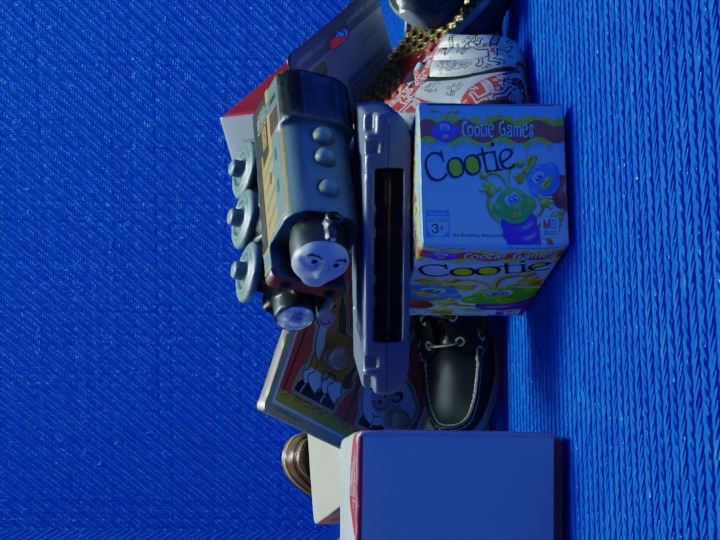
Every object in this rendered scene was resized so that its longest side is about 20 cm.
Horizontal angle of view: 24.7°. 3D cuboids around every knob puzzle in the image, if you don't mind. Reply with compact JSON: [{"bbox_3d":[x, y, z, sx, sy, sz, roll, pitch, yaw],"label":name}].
[{"bbox_3d":[0.016,0.058,1.418,0.030,0.219,0.220,2,91,50],"label":"knob puzzle"}]

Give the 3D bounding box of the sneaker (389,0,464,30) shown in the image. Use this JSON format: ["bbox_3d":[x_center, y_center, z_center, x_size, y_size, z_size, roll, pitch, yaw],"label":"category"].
[{"bbox_3d":[0.077,-0.285,1.339,0.200,0.075,0.079,-68,9,-28],"label":"sneaker"}]

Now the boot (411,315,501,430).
[{"bbox_3d":[0.057,0.027,1.369,0.154,0.073,0.204,40,-133,-54],"label":"boot"}]

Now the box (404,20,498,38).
[{"bbox_3d":[0.081,-0.185,1.479,0.095,0.078,0.200,123,148,-84],"label":"box"}]

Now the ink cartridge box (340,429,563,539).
[{"bbox_3d":[0.059,0.190,1.189,0.200,0.144,0.146,122,148,-82],"label":"ink cartridge box"}]

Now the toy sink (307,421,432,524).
[{"bbox_3d":[0.033,0.182,1.587,0.200,0.130,0.112,129,139,-68],"label":"toy sink"}]

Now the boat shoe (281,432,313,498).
[{"bbox_3d":[0.009,0.219,1.722,0.068,0.200,0.072,-13,55,52],"label":"boat shoe"}]

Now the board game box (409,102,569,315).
[{"bbox_3d":[0.083,-0.039,1.203,0.200,0.105,0.103,102,168,-74],"label":"board game box"}]

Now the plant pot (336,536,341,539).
[{"bbox_3d":[0.014,0.356,1.621,0.195,0.200,0.201,109,164,-50],"label":"plant pot"}]

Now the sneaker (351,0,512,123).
[{"bbox_3d":[0.072,-0.159,1.390,0.200,0.090,0.075,-49,28,3],"label":"sneaker"}]

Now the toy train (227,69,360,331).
[{"bbox_3d":[-0.046,-0.055,1.217,0.114,0.085,0.200,121,153,-43],"label":"toy train"}]

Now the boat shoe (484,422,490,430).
[{"bbox_3d":[0.068,0.193,1.459,0.071,0.091,0.201,100,171,-66],"label":"boat shoe"}]

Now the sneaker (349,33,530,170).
[{"bbox_3d":[0.044,-0.123,1.319,0.067,0.201,0.108,47,-143,-43],"label":"sneaker"}]

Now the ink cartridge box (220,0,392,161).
[{"bbox_3d":[-0.036,-0.136,1.450,0.200,0.084,0.176,-50,-49,-55],"label":"ink cartridge box"}]

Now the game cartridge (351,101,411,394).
[{"bbox_3d":[0.014,-0.022,1.208,0.133,0.041,0.200,-89,0,-79],"label":"game cartridge"}]
